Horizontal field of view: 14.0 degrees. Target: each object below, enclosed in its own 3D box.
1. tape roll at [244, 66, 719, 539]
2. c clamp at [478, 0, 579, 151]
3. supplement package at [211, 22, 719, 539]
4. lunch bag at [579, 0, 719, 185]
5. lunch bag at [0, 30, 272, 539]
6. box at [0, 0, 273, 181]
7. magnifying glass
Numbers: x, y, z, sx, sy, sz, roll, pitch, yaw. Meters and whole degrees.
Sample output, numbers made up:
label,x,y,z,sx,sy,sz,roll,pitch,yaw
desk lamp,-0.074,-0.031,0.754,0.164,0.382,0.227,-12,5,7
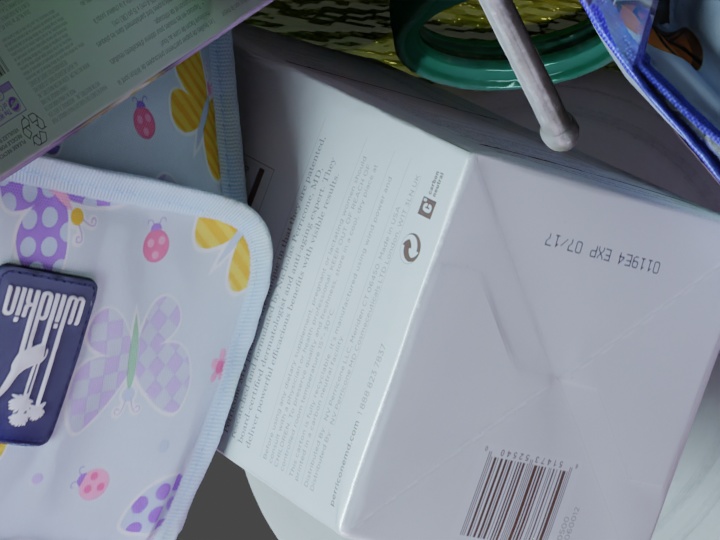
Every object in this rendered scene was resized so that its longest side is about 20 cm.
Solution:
label,x,y,z,sx,sy,sz,roll,pitch,yaw
tape roll,0.072,0.043,1.020,0.202,0.203,0.139,-11,161,19
c clamp,-0.056,-0.105,0.638,0.200,0.027,0.171,20,150,30
supplement package,0.000,0.000,0.867,0.114,0.110,0.200,14,-171,-36
lunch bag,0.166,-0.050,0.841,0.199,0.124,0.170,19,-178,13
lunch bag,-0.116,-0.021,0.785,0.127,0.201,0.169,-20,155,39
box,-0.061,-0.066,0.743,0.039,0.042,0.200,-27,-170,37
magnifying glass,0.044,-0.097,0.880,0.079,0.022,0.200,-6,160,4
